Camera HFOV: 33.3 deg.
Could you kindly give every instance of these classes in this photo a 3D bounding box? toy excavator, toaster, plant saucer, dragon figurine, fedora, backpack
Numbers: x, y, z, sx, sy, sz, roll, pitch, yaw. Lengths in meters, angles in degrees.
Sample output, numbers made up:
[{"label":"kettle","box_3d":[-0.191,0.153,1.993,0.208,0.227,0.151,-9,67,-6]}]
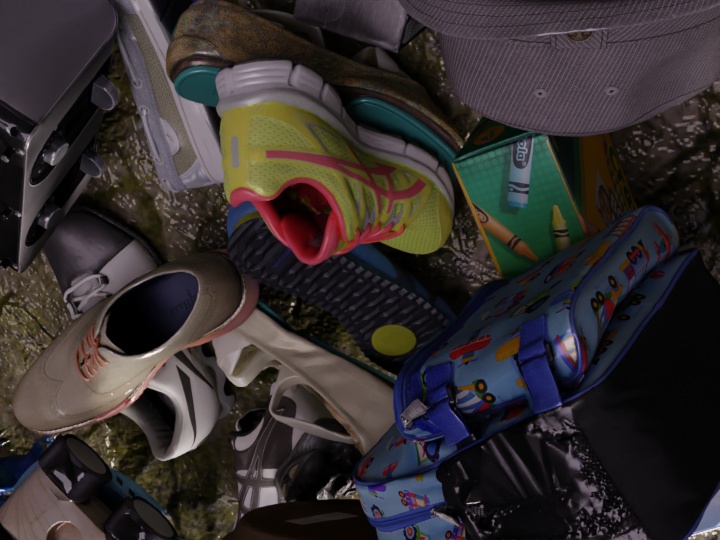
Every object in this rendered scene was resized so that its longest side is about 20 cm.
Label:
[{"label":"toy excavator","box_3d":[-0.160,0.211,0.883,0.194,0.200,0.100,42,91,9]},{"label":"toaster","box_3d":[-0.253,-0.117,0.744,0.200,0.119,0.181,33,149,1]},{"label":"plant saucer","box_3d":[0.011,0.167,0.738,0.200,0.200,0.030,1,89,19]},{"label":"dragon figurine","box_3d":[-0.293,0.174,0.957,0.200,0.099,0.059,1,116,19]},{"label":"fedora","box_3d":[0.119,-0.129,0.611,0.200,0.177,0.090,-8,125,2]},{"label":"backpack","box_3d":[0.082,0.079,0.595,0.200,0.183,0.135,-29,96,42]}]

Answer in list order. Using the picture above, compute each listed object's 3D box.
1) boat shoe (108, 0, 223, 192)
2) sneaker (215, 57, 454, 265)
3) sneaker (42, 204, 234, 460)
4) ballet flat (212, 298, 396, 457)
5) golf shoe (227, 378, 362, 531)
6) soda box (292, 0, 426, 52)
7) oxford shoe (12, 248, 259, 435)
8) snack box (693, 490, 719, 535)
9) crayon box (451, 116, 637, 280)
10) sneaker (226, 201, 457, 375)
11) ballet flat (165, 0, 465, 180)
[{"label":"boat shoe","box_3d":[-0.131,-0.142,0.752,0.065,0.074,0.202,-12,118,20]},{"label":"sneaker","box_3d":[-0.015,-0.039,0.689,0.078,0.090,0.200,-13,153,36]},{"label":"sneaker","box_3d":[-0.169,0.046,0.855,0.074,0.089,0.200,-29,102,31]},{"label":"ballet flat","box_3d":[-0.054,0.061,0.803,0.200,0.069,0.070,31,124,22]},{"label":"golf shoe","box_3d":[-0.059,0.151,0.888,0.095,0.078,0.200,58,139,23]},{"label":"soda box","box_3d":[0.021,-0.228,0.657,0.071,0.063,0.200,20,121,9]},{"label":"oxford shoe","box_3d":[-0.162,0.045,0.780,0.200,0.074,0.071,-36,77,18]},{"label":"snack box","box_3d":[0.241,0.106,0.703,0.200,0.142,0.053,-24,82,29]},{"label":"crayon box","box_3d":[0.128,-0.006,0.701,0.058,0.119,0.200,-17,110,26]},{"label":"sneaker","box_3d":[0.000,0.000,0.789,0.200,0.078,0.066,35,123,-23]},{"label":"ballet flat","box_3d":[-0.018,-0.112,0.718,0.200,0.071,0.071,16,126,-24]}]
